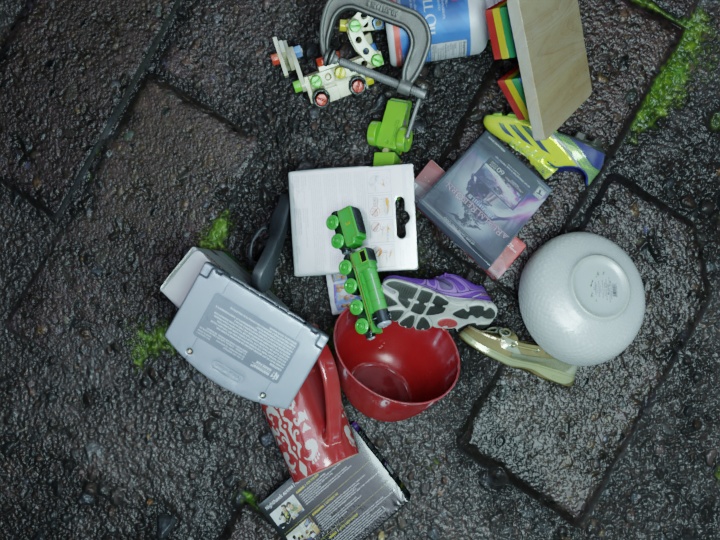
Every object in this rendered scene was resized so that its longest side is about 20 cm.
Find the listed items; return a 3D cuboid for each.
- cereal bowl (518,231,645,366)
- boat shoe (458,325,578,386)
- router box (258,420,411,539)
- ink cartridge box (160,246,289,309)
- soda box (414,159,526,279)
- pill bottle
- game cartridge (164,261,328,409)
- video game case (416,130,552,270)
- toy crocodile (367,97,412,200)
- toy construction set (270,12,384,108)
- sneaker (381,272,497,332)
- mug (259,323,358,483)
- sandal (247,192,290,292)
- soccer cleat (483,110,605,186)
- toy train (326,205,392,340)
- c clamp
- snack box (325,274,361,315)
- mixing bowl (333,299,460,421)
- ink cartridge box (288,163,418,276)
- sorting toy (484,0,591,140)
[{"bbox_3d":[0.338,0.034,1.216,0.195,0.083,0.205,3,73,-10],"label":"cereal bowl"},{"bbox_3d":[0.244,0.117,1.246,0.197,0.073,0.064,21,90,-8],"label":"boat shoe"},{"bbox_3d":[-0.040,0.361,1.284,0.199,0.051,0.150,-40,84,2],"label":"router box"},{"bbox_3d":[-0.199,0.045,1.234,0.146,0.200,0.084,42,93,5],"label":"ink cartridge box"},{"bbox_3d":[0.161,-0.078,1.275,0.200,0.063,0.070,43,90,4],"label":"soda box"},{"bbox_3d":[0.136,-0.387,1.264,0.195,0.112,0.115,-8,87,4],"label":"pill bottle"},{"bbox_3d":[-0.158,0.096,1.114,0.198,0.040,0.135,32,92,-7],"label":"game cartridge"},{"bbox_3d":[0.192,-0.111,1.242,0.142,0.019,0.200,42,56,4],"label":"video game case"},{"bbox_3d":[0.043,-0.172,1.293,0.066,0.062,0.205,9,84,21],"label":"toy crocodile"},{"bbox_3d":[-0.046,-0.336,1.287,0.195,0.093,0.134,-14,112,12],"label":"toy construction set"},{"bbox_3d":[0.113,0.041,1.248,0.196,0.084,0.081,12,129,-25],"label":"sneaker"},{"bbox_3d":[-0.087,0.196,1.206,0.131,0.178,0.204,-21,78,-7],"label":"mug"},{"bbox_3d":[-0.143,-0.041,1.252,0.042,0.202,0.077,11,130,0],"label":"sandal"},{"bbox_3d":[0.280,-0.190,1.270,0.196,0.065,0.086,20,103,8],"label":"soccer cleat"},{"bbox_3d":[0.000,0.000,1.200,0.056,0.042,0.204,-24,73,23],"label":"toy train"},{"bbox_3d":[0.020,-0.318,1.221,0.197,0.027,0.173,27,110,3],"label":"c clamp"},{"bbox_3d":[-0.027,-0.035,1.309,0.070,0.024,0.205,-10,87,5],"label":"snack box"},{"bbox_3d":[0.041,0.151,1.234,0.197,0.201,0.110,26,131,5],"label":"mixing bowl"},{"bbox_3d":[-0.011,-0.079,1.268,0.195,0.050,0.167,-3,93,6],"label":"ink cartridge box"},{"bbox_3d":[0.260,-0.320,1.203,0.068,0.200,0.203,1,119,37],"label":"sorting toy"}]
